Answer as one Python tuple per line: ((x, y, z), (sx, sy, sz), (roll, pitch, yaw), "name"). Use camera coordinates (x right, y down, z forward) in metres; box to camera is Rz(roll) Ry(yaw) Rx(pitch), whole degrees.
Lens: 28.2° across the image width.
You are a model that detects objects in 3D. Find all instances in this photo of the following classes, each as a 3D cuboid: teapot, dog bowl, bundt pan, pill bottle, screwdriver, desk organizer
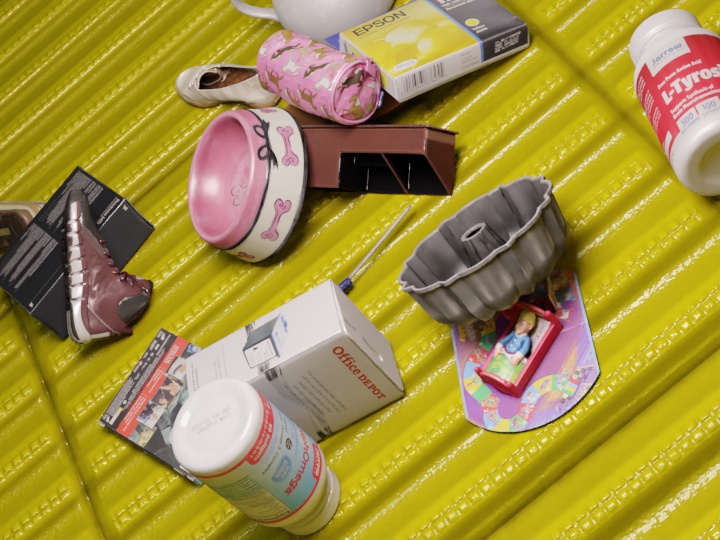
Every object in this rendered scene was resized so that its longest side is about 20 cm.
((-0.055, -0.411, 1.965), (0.197, 0.146, 0.201), (28, 78, 44), "teapot")
((-0.149, -0.113, 1.808), (0.199, 0.073, 0.203), (-16, 71, 53), "dog bowl")
((0.142, -0.014, 1.556), (0.201, 0.076, 0.202), (-34, 16, 11), "bundt pan")
((-0.104, 0.205, 1.523), (0.108, 0.200, 0.110), (-18, 51, 23), "pill bottle")
((0.000, 0.000, 1.720), (0.200, 0.028, 0.029), (-45, 76, -2), "screwdriver")
((0.361, -0.186, 1.540), (0.111, 0.112, 0.201), (-29, 47, 14), "pill bottle")
((0.018, -0.136, 1.756), (0.198, 0.071, 0.078), (4, 90, 37), "desk organizer")

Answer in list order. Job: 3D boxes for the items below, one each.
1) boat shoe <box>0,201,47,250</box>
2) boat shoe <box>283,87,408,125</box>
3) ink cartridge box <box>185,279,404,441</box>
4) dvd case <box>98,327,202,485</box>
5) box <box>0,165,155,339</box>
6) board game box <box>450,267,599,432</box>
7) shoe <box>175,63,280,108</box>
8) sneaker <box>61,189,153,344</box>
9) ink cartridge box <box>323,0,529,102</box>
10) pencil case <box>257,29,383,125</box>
((-0.506, -0.072, 2.104), (0.076, 0.072, 0.199), (-30, 24, -37), "boat shoe")
((-0.015, -0.214, 1.860), (0.198, 0.071, 0.070), (-16, 14, 21), "boat shoe")
((-0.073, 0.120, 1.600), (0.199, 0.147, 0.086), (-30, 45, 13), "ink cartridge box")
((-0.222, 0.163, 1.761), (0.199, 0.022, 0.147), (20, 73, 43), "dvd case")
((-0.400, -0.027, 1.980), (0.201, 0.079, 0.141), (-51, 43, -7), "box")
((0.166, 0.075, 1.539), (0.157, 0.039, 0.202), (-23, 48, 19), "board game box")
((-0.194, -0.269, 2.025), (0.198, 0.053, 0.070), (10, 65, 39), "shoe")
((-0.331, -0.006, 1.885), (0.076, 0.114, 0.203), (179, 89, -71), "sneaker")
((0.079, -0.304, 1.815), (0.196, 0.047, 0.200), (-26, 44, -18), "ink cartridge box")
((-0.054, -0.243, 1.782), (0.086, 0.084, 0.199), (-15, 26, -30), "pencil case")
